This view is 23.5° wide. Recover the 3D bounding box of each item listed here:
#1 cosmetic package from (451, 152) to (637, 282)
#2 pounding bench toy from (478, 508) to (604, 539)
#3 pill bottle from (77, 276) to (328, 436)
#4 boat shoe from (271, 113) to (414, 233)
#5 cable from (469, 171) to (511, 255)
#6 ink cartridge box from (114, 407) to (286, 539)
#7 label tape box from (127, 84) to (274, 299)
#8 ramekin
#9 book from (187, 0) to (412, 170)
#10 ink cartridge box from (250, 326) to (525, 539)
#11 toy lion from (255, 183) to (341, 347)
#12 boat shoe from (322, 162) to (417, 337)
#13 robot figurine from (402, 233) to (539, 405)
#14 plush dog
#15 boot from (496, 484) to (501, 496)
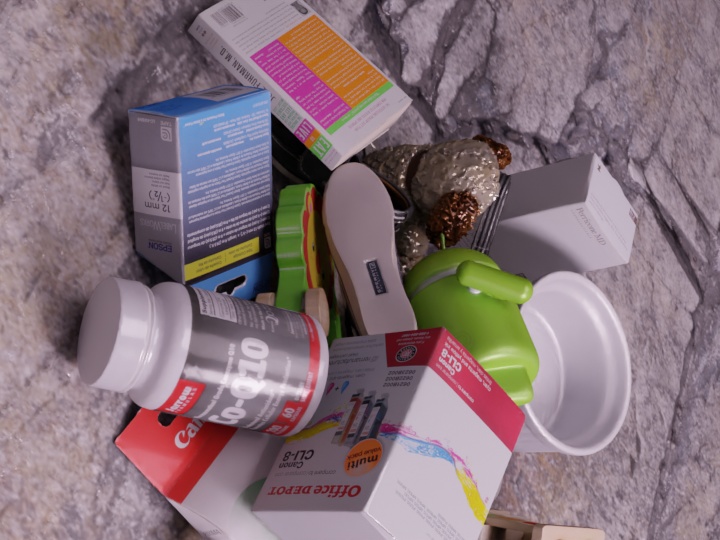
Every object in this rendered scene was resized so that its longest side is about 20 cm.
[{"bbox_3d":[0.203,-0.052,1.981,0.113,0.200,0.081,48,45,-33],"label":"cosmetic package"},{"bbox_3d":[0.193,0.331,1.872,0.200,0.156,0.125,14,83,-51],"label":"pounding bench toy"},{"bbox_3d":[-0.139,0.074,1.524,0.200,0.114,0.114,14,67,-28],"label":"pill bottle"},{"bbox_3d":[-0.031,-0.111,1.765,0.200,0.068,0.072,44,47,-4],"label":"boat shoe"},{"bbox_3d":[0.116,-0.013,1.909,0.097,0.050,0.200,-28,132,-71],"label":"cable"},{"bbox_3d":[-0.106,0.171,1.588,0.200,0.050,0.161,51,51,-18],"label":"ink cartridge box"},{"bbox_3d":[-0.147,-0.064,1.625,0.143,0.066,0.200,-25,121,-53],"label":"label tape box"},{"bbox_3d":[0.199,0.107,1.898,0.200,0.098,0.201,13,71,-42],"label":"ramekin"},{"bbox_3d":[-0.061,-0.202,1.738,0.200,0.048,0.134,45,41,4],"label":"book"},{"bbox_3d":[0.027,0.176,1.564,0.145,0.145,0.200,47,53,-32],"label":"ink cartridge box"},{"bbox_3d":[-0.050,0.024,1.709,0.192,0.069,0.200,-84,165,-44],"label":"toy lion"},{"bbox_3d":[0.000,0.000,1.719,0.075,0.093,0.200,-7,73,-15],"label":"boat shoe"},{"bbox_3d":[0.105,0.063,1.724,0.115,0.176,0.200,-8,54,-17],"label":"robot figurine"},{"bbox_3d":[0.074,-0.089,1.843,0.161,0.172,0.200,54,43,-27],"label":"plush dog"},{"bbox_3d":[0.121,0.157,1.916,0.090,0.073,0.200,30,58,-53],"label":"boot"}]
